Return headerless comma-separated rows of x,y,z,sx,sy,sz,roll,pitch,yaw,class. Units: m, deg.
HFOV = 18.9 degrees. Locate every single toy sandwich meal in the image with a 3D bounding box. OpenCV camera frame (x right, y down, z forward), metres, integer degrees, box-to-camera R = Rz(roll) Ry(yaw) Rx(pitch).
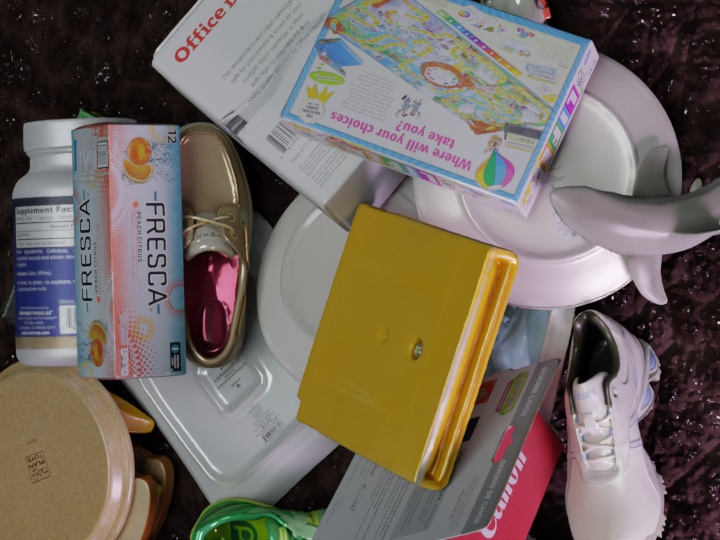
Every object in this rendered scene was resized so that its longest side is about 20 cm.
-0.249,0.167,1.855,0.205,0.070,0.205,2,93,33,toy sandwich meal

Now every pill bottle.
-0.227,-0.023,1.777,0.116,0.116,0.200,-1,89,26,pill bottle

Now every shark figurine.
0.255,-0.055,1.564,0.214,0.089,0.128,-33,108,-16,shark figurine

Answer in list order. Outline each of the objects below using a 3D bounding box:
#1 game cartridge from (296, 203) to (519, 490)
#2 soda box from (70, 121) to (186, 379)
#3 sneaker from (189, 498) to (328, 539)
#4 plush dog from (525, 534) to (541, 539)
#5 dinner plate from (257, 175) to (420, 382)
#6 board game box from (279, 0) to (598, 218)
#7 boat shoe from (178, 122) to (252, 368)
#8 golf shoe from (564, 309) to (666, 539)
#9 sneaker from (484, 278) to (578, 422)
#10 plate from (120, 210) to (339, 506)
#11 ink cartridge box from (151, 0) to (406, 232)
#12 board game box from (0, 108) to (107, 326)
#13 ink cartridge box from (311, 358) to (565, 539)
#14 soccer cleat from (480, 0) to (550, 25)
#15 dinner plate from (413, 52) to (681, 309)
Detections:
0.029,0.051,1.579,0.200,0.032,0.176,22,95,61,game cartridge
-0.182,-0.015,1.700,0.064,0.068,0.200,-1,90,54,soda box
-0.043,0.223,1.737,0.200,0.084,0.074,-2,98,15,sneaker
0.146,0.253,1.609,0.172,0.200,0.161,28,75,-7,plush dog
0.000,0.000,1.704,0.200,0.024,0.200,-10,68,26,dinner plate
0.057,-0.135,1.596,0.200,0.034,0.135,22,80,21,board game box
-0.119,-0.019,1.732,0.074,0.069,0.200,-5,94,-4,boat shoe
0.173,0.122,1.584,0.078,0.097,0.200,-15,53,22,golf shoe
0.119,0.047,1.653,0.082,0.074,0.200,12,98,3,sneaker
-0.101,0.087,1.794,0.200,0.032,0.200,-43,75,21,plate
-0.040,-0.149,1.693,0.200,0.086,0.146,40,89,25,ink cartridge box
-0.231,-0.027,1.854,0.105,0.023,0.200,29,103,23,board game box
0.068,0.170,1.565,0.176,0.200,0.084,-20,115,35,ink cartridge box
0.114,-0.172,1.654,0.078,0.069,0.200,-19,87,7,soccer cleat
0.138,-0.071,1.604,0.200,0.024,0.200,0,88,5,dinner plate
